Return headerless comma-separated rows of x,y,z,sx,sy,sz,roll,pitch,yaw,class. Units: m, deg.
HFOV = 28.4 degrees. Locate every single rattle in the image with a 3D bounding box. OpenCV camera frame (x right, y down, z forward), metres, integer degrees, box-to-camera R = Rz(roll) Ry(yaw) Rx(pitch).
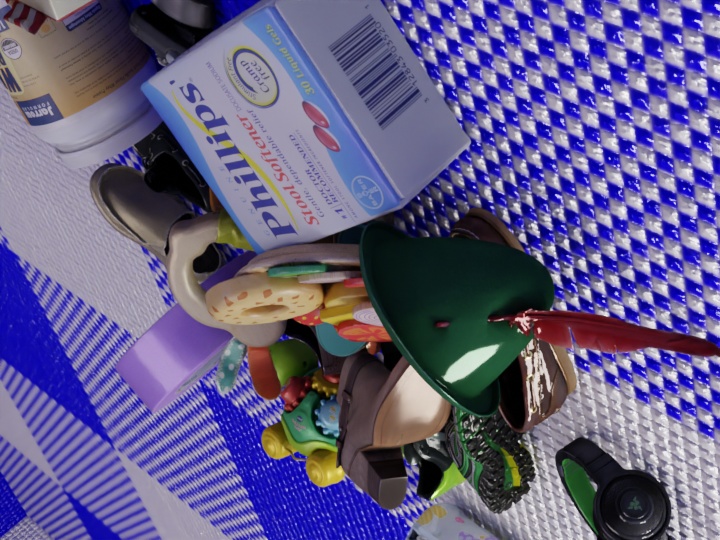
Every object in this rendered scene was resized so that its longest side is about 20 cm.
-0.120,0.010,1.420,0.143,0.130,0.200,-121,9,-58,rattle

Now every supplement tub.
-0.291,-0.217,1.418,0.144,0.144,0.200,11,135,54,supplement tub

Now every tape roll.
-0.169,0.065,1.541,0.066,0.200,0.200,48,156,2,tape roll

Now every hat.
0.126,0.001,1.054,0.200,0.176,0.166,37,-150,-40,hat

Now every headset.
0.249,0.220,1.238,0.200,0.094,0.124,49,165,41,headset

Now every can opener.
-0.131,-0.190,1.281,0.200,0.063,0.079,41,154,20,can opener

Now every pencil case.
0.140,0.326,1.529,0.200,0.083,0.091,28,170,38,pencil case

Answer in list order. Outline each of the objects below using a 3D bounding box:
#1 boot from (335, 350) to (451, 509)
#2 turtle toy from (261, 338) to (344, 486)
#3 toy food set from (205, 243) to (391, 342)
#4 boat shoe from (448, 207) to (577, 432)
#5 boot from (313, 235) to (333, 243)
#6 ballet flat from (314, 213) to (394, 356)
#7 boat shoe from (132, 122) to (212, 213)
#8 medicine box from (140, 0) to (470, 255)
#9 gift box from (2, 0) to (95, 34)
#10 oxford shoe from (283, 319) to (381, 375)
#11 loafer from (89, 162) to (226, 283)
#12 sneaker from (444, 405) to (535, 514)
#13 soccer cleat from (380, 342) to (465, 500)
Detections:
0.021,0.119,1.333,0.146,0.070,0.200,-120,42,-56,boot
-0.036,0.141,1.523,0.200,0.146,0.101,24,124,43,turtle toy
-0.014,0.023,1.208,0.198,0.049,0.200,-12,157,41,toy food set
0.119,0.046,1.185,0.070,0.070,0.200,12,135,57,boat shoe
-0.087,-0.101,1.320,0.200,0.075,0.074,51,158,1,boot
0.000,0.000,1.319,0.070,0.065,0.200,18,139,2,ballet flat
-0.197,-0.108,1.505,0.199,0.066,0.075,32,150,35,boat shoe
-0.047,-0.126,1.138,0.200,0.103,0.182,-20,109,50,medicine box
-0.245,-0.310,1.160,0.200,0.184,0.187,36,151,41,gift box
-0.063,0.019,1.436,0.200,0.072,0.071,50,161,26,oxford shoe
-0.223,-0.054,1.629,0.200,0.076,0.068,41,155,-4,loafer
0.106,0.147,1.340,0.085,0.078,0.200,37,151,37,sneaker
0.057,0.141,1.406,0.067,0.081,0.200,15,136,52,soccer cleat
